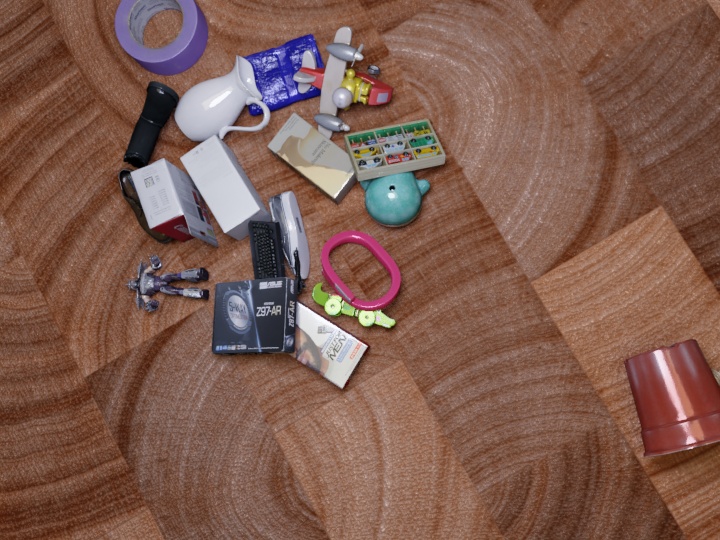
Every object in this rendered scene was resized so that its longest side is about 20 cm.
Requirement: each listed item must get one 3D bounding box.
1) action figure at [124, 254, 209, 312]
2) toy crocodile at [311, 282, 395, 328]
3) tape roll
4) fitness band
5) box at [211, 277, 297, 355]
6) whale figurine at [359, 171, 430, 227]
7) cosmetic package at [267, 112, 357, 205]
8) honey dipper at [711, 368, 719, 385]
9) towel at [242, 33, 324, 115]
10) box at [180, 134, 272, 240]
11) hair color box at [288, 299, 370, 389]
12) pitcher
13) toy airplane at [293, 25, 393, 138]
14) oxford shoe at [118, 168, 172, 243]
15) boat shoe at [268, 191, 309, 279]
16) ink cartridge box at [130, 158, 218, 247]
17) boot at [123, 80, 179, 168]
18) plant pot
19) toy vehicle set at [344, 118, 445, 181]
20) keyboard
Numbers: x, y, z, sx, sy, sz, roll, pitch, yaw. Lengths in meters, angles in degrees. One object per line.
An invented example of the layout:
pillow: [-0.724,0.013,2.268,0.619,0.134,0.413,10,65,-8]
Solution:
action figure: [-0.447,0.029,1.627,0.199,0.069,0.131,-1,89,9]
toy crocodile: [-0.016,0.083,1.576,0.199,0.068,0.062,18,86,8]
tape roll: [-0.467,-0.571,1.681,0.199,0.085,0.201,0,85,6]
fitness band: [0.000,0.000,1.568,0.143,0.037,0.200,-32,67,-20]
box: [-0.233,0.103,1.564,0.199,0.043,0.161,-4,77,29]
whale figurine: [0.076,-0.199,1.577,0.158,0.104,0.201,6,77,7]
cosmetic package: [-0.100,-0.252,1.617,0.200,0.071,0.105,37,88,8]
honey dipper: [0.797,0.190,1.501,0.199,0.038,0.038,-35,82,-2]
towel: [-0.183,-0.456,1.657,0.199,0.050,0.149,-18,82,4]
box: [-0.299,-0.183,1.604,0.097,0.124,0.201,-32,81,2]
hair color box: [-0.092,0.161,1.578,0.199,0.064,0.111,31,89,9]
pitcher: [-0.309,-0.359,1.611,0.199,0.121,0.172,-31,78,17]
toy airplane: [-0.052,-0.407,1.570,0.198,0.142,0.200,-27,124,19]
oxford shoe: [-0.501,-0.148,1.642,0.073,0.084,0.200,-37,83,-1]
boat shoe: [-0.166,-0.075,1.607,0.067,0.072,0.201,-13,90,17]
ink cartridge box: [-0.403,-0.129,1.569,0.083,0.200,0.177,-22,81,4]
boot: [-0.477,-0.321,1.606,0.073,0.198,0.163,24,76,-17]
plant pot: [0.638,0.253,1.439,0.200,0.201,0.196,-16,75,4]
toy vehicle set: [0.074,-0.267,1.566,0.199,0.027,0.125,-13,53,-9]
keyboard: [-0.183,-0.012,1.570,0.126,0.021,0.201,5,116,18]
